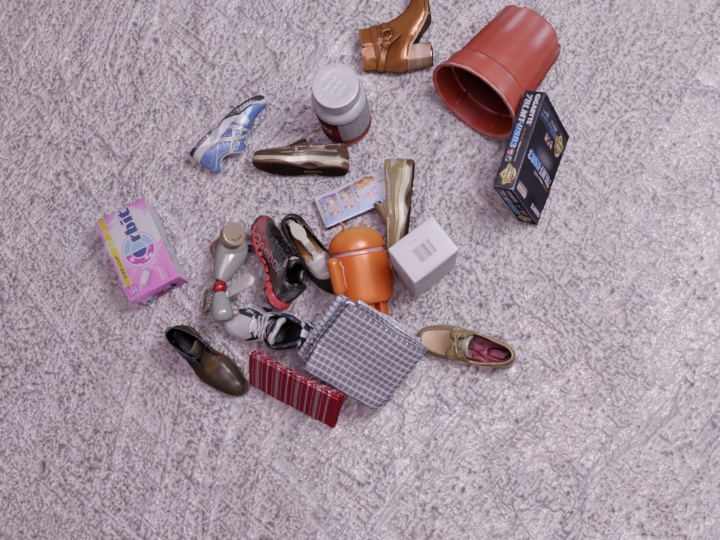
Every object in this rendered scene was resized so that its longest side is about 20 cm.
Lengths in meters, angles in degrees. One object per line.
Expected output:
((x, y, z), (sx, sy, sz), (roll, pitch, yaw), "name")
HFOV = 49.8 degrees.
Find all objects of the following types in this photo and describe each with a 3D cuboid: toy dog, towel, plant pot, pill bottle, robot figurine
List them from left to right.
((-0.253, 0.007, 1.576), (0.096, 0.132, 0.200), (9, 89, -24), "toy dog")
((-0.127, 0.231, 1.508), (0.200, 0.145, 0.023), (26, 56, 9), "towel")
((-0.039, -0.331, 1.555), (0.109, 0.200, 0.110), (-1, 80, 6), "pill bottle")
((0.001, 0.000, 1.531), (0.144, 0.117, 0.200), (-11, 93, -12), "robot figurine")
((0.002, 0.156, 1.475), (0.200, 0.086, 0.166), (31, 108, -18), "towel")
((0.282, -0.403, 1.541), (0.201, 0.201, 0.195), (38, 79, 10), "plant pot")

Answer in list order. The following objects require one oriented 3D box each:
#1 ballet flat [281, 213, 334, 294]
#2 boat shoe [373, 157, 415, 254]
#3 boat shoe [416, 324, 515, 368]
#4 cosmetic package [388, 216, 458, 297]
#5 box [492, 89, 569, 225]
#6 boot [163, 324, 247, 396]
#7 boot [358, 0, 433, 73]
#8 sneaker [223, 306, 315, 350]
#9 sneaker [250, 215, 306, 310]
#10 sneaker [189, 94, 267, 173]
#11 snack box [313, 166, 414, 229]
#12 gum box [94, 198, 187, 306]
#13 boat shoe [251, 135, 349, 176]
((-0.100, -0.034, 1.579), (0.068, 0.068, 0.200), (-39, 79, -3), "ballet flat")
((0.063, -0.127, 1.569), (0.076, 0.072, 0.200), (6, 92, 7), "boat shoe")
((0.207, 0.145, 1.519), (0.200, 0.066, 0.074), (9, 81, 7), "boat shoe")
((0.120, -0.020, 1.488), (0.108, 0.200, 0.085), (-38, 81, -4), "cosmetic package")
((0.332, -0.213, 1.499), (0.050, 0.200, 0.199), (15, 80, 30), "box")
((-0.314, 0.181, 1.550), (0.200, 0.097, 0.075), (38, 86, 11), "boot")
((0.072, -0.515, 1.641), (0.154, 0.074, 0.200), (-3, 78, 9), "boot")
((-0.185, 0.111, 1.532), (0.199, 0.130, 0.080), (18, 81, 8), "sneaker")
((-0.158, -0.027, 1.550), (0.098, 0.071, 0.201), (-28, 70, 35), "sneaker")
((-0.267, -0.291, 1.646), (0.200, 0.076, 0.077), (-45, 102, -2), "sneaker")
((0.008, -0.157, 1.610), (0.200, 0.024, 0.072), (-23, 81, 2), "snack box")
((-0.453, -0.033, 1.615), (0.113, 0.066, 0.200), (-27, 79, 0), "gum box")
((-0.123, -0.242, 1.619), (0.202, 0.075, 0.075), (4, 74, -3), "boat shoe")
